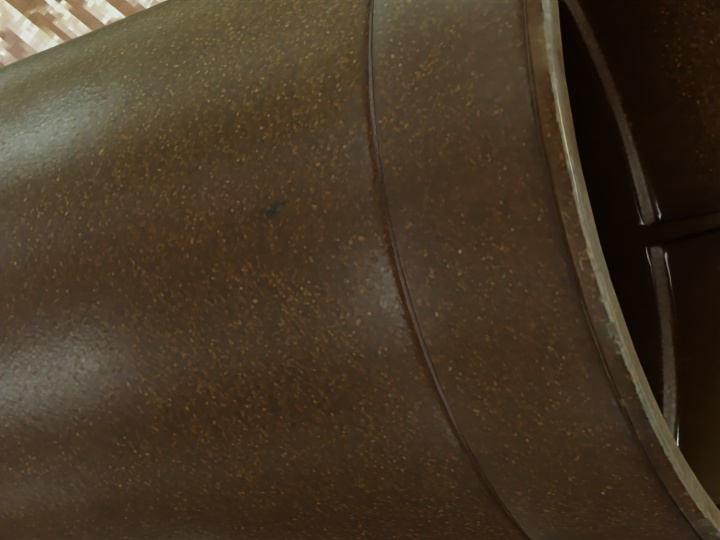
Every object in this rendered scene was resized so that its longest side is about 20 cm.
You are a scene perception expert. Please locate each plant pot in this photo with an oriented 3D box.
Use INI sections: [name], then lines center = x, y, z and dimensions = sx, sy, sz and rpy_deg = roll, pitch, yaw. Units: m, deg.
[plant pot]
center = 0.000, 0.000, 0.737
dimensions = 0.198, 0.200, 0.201
rpy_deg = -15, 71, 23
